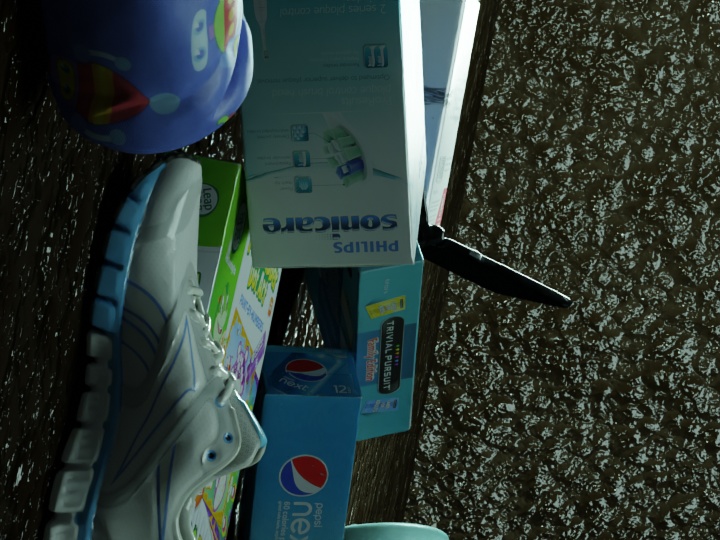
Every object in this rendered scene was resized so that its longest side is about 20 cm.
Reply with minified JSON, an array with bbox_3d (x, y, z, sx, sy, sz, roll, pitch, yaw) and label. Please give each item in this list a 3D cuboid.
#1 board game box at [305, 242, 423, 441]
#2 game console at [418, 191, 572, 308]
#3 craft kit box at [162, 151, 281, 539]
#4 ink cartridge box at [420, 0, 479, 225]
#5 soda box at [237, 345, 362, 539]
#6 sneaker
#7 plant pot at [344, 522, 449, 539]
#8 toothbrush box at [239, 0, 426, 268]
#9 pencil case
[{"bbox_3d":[0.000,0.000,1.432,0.201,0.047,0.152,93,-17,-53],"label":"board game box"},{"bbox_3d":[0.065,-0.057,1.482,0.200,0.115,0.177,-170,-108,-78],"label":"game console"},{"bbox_3d":[-0.088,0.059,1.054,0.200,0.048,0.199,69,29,-78],"label":"craft kit box"},{"bbox_3d":[0.037,-0.133,1.650,0.146,0.084,0.202,-27,129,-82],"label":"ink cartridge box"},{"bbox_3d":[-0.045,0.153,1.402,0.064,0.067,0.201,-104,-162,-59],"label":"soda box"},{"bbox_3d":[-0.080,0.050,0.912,0.075,0.086,0.202,7,92,-82],"label":"sneaker"},{"bbox_3d":[0.019,0.335,1.863,0.200,0.198,0.190,83,4,-70],"label":"plant pot"},{"bbox_3d":[-0.014,-0.119,1.020,0.147,0.085,0.202,-79,168,-68],"label":"toothbrush box"},{"bbox_3d":[-0.071,-0.136,0.704,0.087,0.078,0.201,-37,148,-34],"label":"pencil case"}]
